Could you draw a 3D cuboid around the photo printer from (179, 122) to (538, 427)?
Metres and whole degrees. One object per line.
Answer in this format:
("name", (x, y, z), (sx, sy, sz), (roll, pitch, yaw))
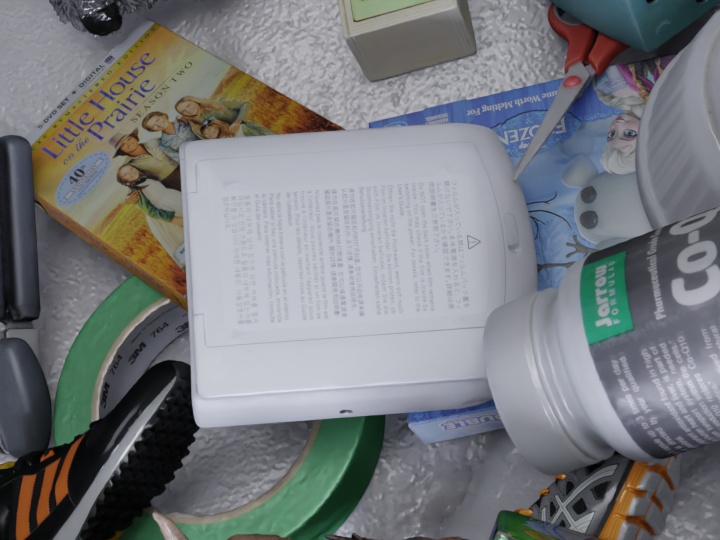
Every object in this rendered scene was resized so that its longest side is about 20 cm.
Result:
("photo printer", (0.000, 0.000, 1.091), (0.198, 0.070, 0.168), (-5, 72, -3))

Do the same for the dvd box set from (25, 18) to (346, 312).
("dvd box set", (-0.117, -0.069, 1.208), (0.199, 0.029, 0.146), (33, 72, 37))

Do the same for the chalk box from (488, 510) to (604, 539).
("chalk box", (0.103, 0.197, 0.960), (0.198, 0.124, 0.125), (18, 90, 6))

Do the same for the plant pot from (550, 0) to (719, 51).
("plant pot", (0.142, -0.238, 1.152), (0.141, 0.141, 0.200), (-35, 54, 1))

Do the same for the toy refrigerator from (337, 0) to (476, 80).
("toy refrigerator", (0.016, -0.232, 1.244), (0.075, 0.070, 0.202), (-13, 67, 10))

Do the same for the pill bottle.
("pill bottle", (0.171, 0.032, 0.986), (0.199, 0.113, 0.114), (-22, 64, 25))

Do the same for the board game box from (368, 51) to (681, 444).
("board game box", (0.114, -0.015, 1.146), (0.198, 0.043, 0.201), (-12, 67, 11))

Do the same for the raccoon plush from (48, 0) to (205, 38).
("raccoon plush", (-0.155, -0.235, 1.293), (0.133, 0.097, 0.200), (-17, 40, -28))

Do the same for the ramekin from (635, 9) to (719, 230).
("ramekin", (0.258, -0.075, 1.074), (0.200, 0.094, 0.204), (0, 67, 0))

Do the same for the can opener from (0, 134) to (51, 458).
("can opener", (-0.212, 0.014, 1.186), (0.067, 0.053, 0.202), (-6, 86, 44))

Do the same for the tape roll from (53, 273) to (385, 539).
("tape roll", (-0.085, 0.085, 1.163), (0.199, 0.048, 0.202), (-6, 68, 13))

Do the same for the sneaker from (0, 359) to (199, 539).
("sneaker", (-0.173, 0.123, 1.106), (0.090, 0.070, 0.201), (35, 96, 22))

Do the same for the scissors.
("scissors", (0.136, -0.118, 1.145), (0.073, 0.014, 0.201), (-3, 37, 19))

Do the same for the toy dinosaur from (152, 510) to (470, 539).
("toy dinosaur", (-0.034, 0.174, 1.053), (0.199, 0.136, 0.086), (22, 110, -15))

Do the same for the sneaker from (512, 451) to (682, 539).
("sneaker", (0.117, 0.147, 1.067), (0.077, 0.078, 0.201), (23, 78, 27))
